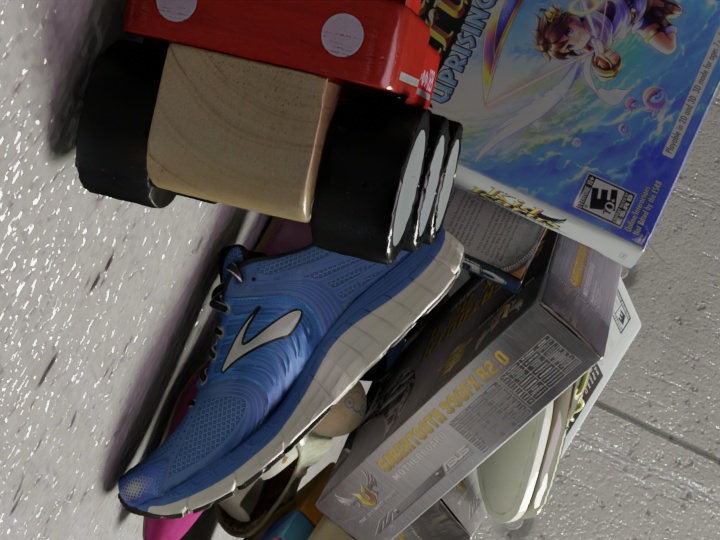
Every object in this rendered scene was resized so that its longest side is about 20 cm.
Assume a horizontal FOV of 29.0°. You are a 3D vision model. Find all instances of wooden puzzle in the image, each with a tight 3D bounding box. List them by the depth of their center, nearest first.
[{"bbox_3d":[-0.068,0.198,0.947,0.200,0.037,0.185,-38,-178,19],"label":"wooden puzzle"}]

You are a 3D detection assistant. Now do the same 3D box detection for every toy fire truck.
[{"bbox_3d":[0.011,-0.109,0.448,0.176,0.128,0.201,-21,124,-80],"label":"toy fire truck"}]

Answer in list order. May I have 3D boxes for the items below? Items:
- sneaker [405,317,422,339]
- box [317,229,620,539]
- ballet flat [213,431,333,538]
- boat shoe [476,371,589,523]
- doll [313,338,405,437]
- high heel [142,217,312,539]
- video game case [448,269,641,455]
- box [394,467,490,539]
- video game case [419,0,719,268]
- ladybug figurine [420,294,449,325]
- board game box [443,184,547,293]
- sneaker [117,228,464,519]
[{"bbox_3d":[0.023,-0.019,0.970,0.070,0.078,0.200,-61,173,-29],"label":"sneaker"},{"bbox_3d":[0.068,0.056,0.829,0.200,0.048,0.159,-46,-173,31],"label":"box"},{"bbox_3d":[-0.059,0.118,0.890,0.062,0.067,0.200,-51,166,-32],"label":"ballet flat"},{"bbox_3d":[0.123,0.069,0.927,0.072,0.060,0.203,-9,-110,56],"label":"boat shoe"},{"bbox_3d":[0.000,0.000,0.822,0.136,0.048,0.201,37,63,-52],"label":"doll"},{"bbox_3d":[-0.037,0.066,0.727,0.067,0.096,0.201,92,24,-74],"label":"high heel"},{"bbox_3d":[0.131,0.010,1.019,0.182,0.023,0.201,-48,118,-44],"label":"video game case"},{"bbox_3d":[0.042,0.161,1.011,0.158,0.048,0.200,-39,-179,32],"label":"box"},{"bbox_3d":[0.095,-0.130,0.695,0.045,0.181,0.201,76,39,-78],"label":"video game case"},{"bbox_3d":[0.077,-0.002,1.061,0.136,0.072,0.201,143,-58,-68],"label":"ladybug figurine"},{"bbox_3d":[0.064,-0.108,0.732,0.201,0.135,0.035,-63,173,-10],"label":"board game box"},{"bbox_3d":[-0.046,0.036,0.666,0.200,0.089,0.079,-46,178,-4],"label":"sneaker"}]
